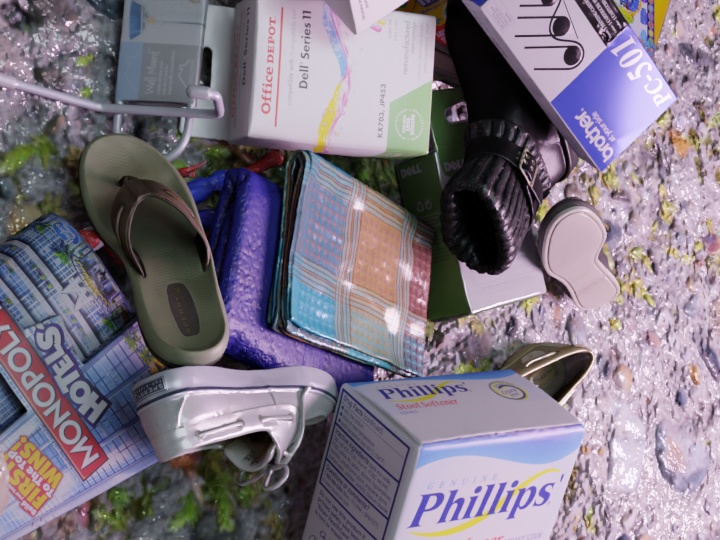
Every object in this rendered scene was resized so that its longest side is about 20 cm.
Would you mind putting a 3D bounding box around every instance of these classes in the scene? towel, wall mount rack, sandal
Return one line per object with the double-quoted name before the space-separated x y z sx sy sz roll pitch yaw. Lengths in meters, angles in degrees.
"towel" -0.055 0.022 1.072 0.199 0.049 0.150 33 58 -47
"wall mount rack" -0.185 -0.187 1.020 0.171 0.075 0.203 3 77 2
"sandal" -0.142 -0.024 0.955 0.079 0.058 0.202 -17 61 -23
"towel" 0.000 0.000 1.093 0.199 0.021 0.149 25 65 -50

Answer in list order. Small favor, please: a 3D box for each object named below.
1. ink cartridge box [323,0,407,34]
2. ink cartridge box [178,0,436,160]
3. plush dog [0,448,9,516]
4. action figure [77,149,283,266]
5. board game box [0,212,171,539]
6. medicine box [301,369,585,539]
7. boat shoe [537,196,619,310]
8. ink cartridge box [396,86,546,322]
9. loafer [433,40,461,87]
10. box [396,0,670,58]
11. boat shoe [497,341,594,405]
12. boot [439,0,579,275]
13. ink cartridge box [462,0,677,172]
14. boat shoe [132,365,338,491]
"ink cartridge box" 0.031 -0.304 1.048 0.199 0.084 0.146 -35 62 -10
"ink cartridge box" -0.043 -0.157 1.086 0.197 0.067 0.119 3 90 -21
"plush dog" -0.327 0.166 0.788 0.161 0.169 0.203 65 38 -69
"action figure" -0.138 -0.047 1.046 0.198 0.051 0.066 -21 99 -37
"board game box" -0.229 0.093 0.935 0.200 0.061 0.201 -43 108 -36
"medicine box" 0.059 0.192 1.064 0.180 0.103 0.203 -2 116 -38
"boat shoe" 0.198 -0.025 1.254 0.058 0.066 0.200 67 7 30
"ink cartridge box" 0.096 -0.063 1.223 0.103 0.059 0.203 -12 89 -39
"loafer" 0.009 -0.188 1.182 0.198 0.072 0.064 16 88 -29
"box" 0.147 -0.267 1.213 0.192 0.199 0.123 36 62 -27
"boat shoe" 0.139 0.128 1.218 0.200 0.063 0.074 -33 102 -38
"boot" 0.107 -0.120 1.144 0.158 0.079 0.213 -48 117 -35
"ink cartridge box" 0.174 -0.184 1.100 0.094 0.044 0.200 -43 124 1
"boat shoe" -0.077 0.118 0.960 0.201 0.074 0.087 11 58 -57
